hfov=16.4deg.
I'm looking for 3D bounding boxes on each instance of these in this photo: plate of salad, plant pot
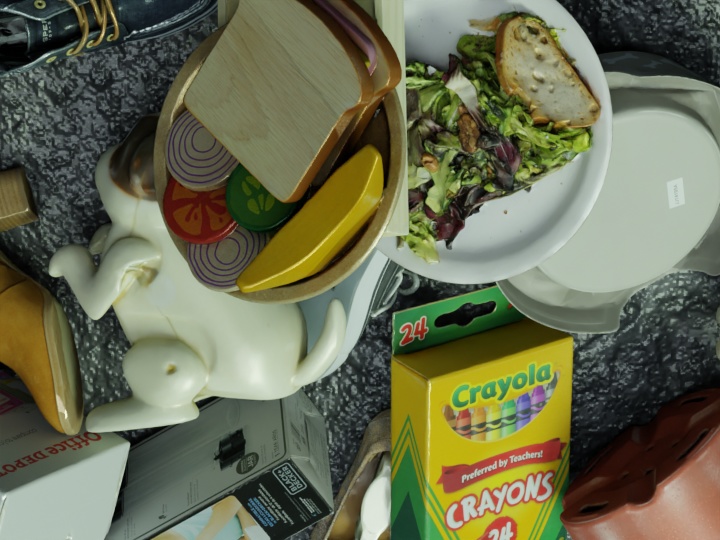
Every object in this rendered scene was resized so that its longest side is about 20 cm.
[{"bbox_3d":[0.061,-0.090,1.566,0.199,0.048,0.201,3,98,25],"label":"plate of salad"},{"bbox_3d":[0.251,0.201,1.732,0.201,0.201,0.195,-35,101,15],"label":"plant pot"}]

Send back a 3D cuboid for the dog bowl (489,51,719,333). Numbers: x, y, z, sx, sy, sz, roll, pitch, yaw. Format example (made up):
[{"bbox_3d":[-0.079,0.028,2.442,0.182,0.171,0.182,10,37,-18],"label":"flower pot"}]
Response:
[{"bbox_3d":[0.167,-0.056,1.652,0.199,0.059,0.201,-11,128,-15],"label":"dog bowl"}]

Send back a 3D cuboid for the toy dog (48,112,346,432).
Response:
[{"bbox_3d":[-0.116,-0.006,1.664,0.193,0.139,0.201,-7,98,35],"label":"toy dog"}]

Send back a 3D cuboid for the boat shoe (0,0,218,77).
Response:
[{"bbox_3d":[-0.182,-0.167,1.628,0.200,0.091,0.071,-10,113,6],"label":"boat shoe"}]

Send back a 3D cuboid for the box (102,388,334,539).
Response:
[{"bbox_3d":[-0.120,0.162,1.755,0.200,0.117,0.060,-30,121,12],"label":"box"}]

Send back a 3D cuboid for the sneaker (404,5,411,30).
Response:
[{"bbox_3d":[-0.011,-0.159,1.636,0.090,0.075,0.201,-14,112,2],"label":"sneaker"}]

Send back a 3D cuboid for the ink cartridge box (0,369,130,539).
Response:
[{"bbox_3d":[-0.278,0.125,1.687,0.200,0.144,0.085,27,114,22],"label":"ink cartridge box"}]

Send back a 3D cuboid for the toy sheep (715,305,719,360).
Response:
[{"bbox_3d":[0.303,0.033,1.671,0.137,0.138,0.201,7,82,-2],"label":"toy sheep"}]

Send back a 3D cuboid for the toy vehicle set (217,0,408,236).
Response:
[{"bbox_3d":[-0.031,-0.118,1.578,0.124,0.026,0.201,-3,87,31],"label":"toy vehicle set"}]

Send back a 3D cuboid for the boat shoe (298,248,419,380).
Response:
[{"bbox_3d":[-0.002,-0.002,1.706,0.074,0.068,0.200,47,136,28],"label":"boat shoe"}]

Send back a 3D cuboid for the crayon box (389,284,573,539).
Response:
[{"bbox_3d":[0.083,0.113,1.733,0.127,0.051,0.201,-16,118,-30],"label":"crayon box"}]

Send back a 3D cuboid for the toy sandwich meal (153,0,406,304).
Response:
[{"bbox_3d":[-0.057,-0.078,1.532,0.205,0.070,0.206,-2,86,30],"label":"toy sandwich meal"}]

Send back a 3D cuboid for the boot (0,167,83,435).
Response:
[{"bbox_3d":[-0.275,0.035,1.693,0.144,0.071,0.202,-17,74,2],"label":"boot"}]

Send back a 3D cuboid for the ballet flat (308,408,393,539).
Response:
[{"bbox_3d":[0.000,0.192,1.793,0.068,0.067,0.201,14,113,-5],"label":"ballet flat"}]
